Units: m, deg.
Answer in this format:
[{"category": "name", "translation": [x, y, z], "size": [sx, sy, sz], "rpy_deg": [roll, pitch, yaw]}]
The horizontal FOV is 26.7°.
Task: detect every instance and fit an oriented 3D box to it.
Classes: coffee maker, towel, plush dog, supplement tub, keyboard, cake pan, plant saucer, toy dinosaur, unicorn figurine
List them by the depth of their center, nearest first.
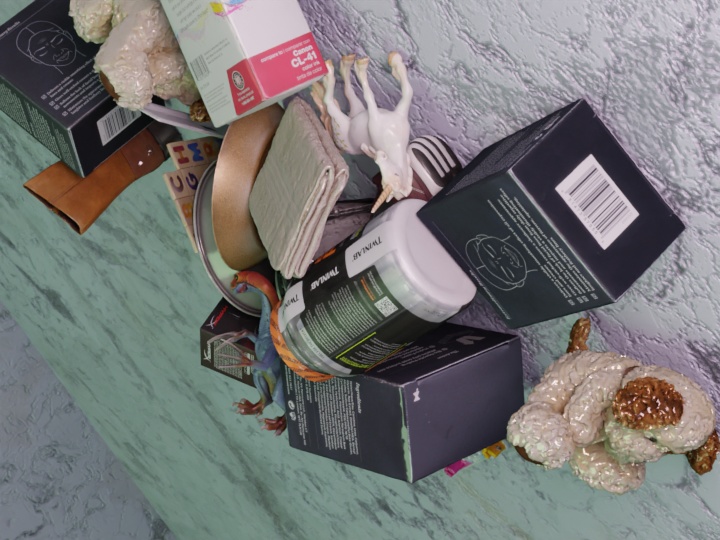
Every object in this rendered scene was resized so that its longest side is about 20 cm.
[{"category": "plush dog", "translation": [0.265, 0.134, 1.476], "size": [0.171, 0.161, 0.200], "rpy_deg": [7, 167, 40]}, {"category": "supplement tub", "translation": [0.009, 0.026, 1.488], "size": [0.200, 0.123, 0.123], "rpy_deg": [-34, 99, 36]}, {"category": "unicorn figurine", "translation": [0.011, -0.142, 1.490], "size": [0.200, 0.074, 0.138], "rpy_deg": [-147, 47, -73]}, {"category": "towel", "translation": [-0.064, -0.083, 1.528], "size": [0.034, 0.133, 0.200], "rpy_deg": [17, -158, -22]}, {"category": "coffee maker", "translation": [0.000, 0.000, 1.688], "size": [0.191, 0.135, 0.200], "rpy_deg": [13, 172, -1]}, {"category": "plant saucer", "translation": [-0.106, -0.095, 1.700], "size": [0.035, 0.201, 0.201], "rpy_deg": [11, 144, 20]}, {"category": "plush dog", "translation": [-0.216, -0.256, 1.724], "size": [0.172, 0.160, 0.200], "rpy_deg": [47, -172, -48]}, {"category": "toy dinosaur", "translation": [-0.103, 0.088, 1.746], "size": [0.105, 0.199, 0.182], "rpy_deg": [36, 119, 49]}, {"category": "keyboard", "translation": [-0.185, -0.169, 1.779], "size": [0.056, 0.011, 0.200], "rpy_deg": [37, -164, 33]}, {"category": "cake pan", "translation": [-0.117, -0.046, 1.804], "size": [0.037, 0.200, 0.201], "rpy_deg": [-14, 120, 36]}]

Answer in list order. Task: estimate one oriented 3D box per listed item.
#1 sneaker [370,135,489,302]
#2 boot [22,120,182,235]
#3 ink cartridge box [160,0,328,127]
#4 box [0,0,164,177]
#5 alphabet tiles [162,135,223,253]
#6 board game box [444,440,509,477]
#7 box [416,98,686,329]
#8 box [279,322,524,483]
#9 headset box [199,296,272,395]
[{"category": "sneaker", "translation": [0.082, -0.032, 1.544], "size": [0.115, 0.076, 0.200], "rpy_deg": [-29, 94, 40]}, {"category": "boot", "translation": [-0.371, -0.165, 2.035], "size": [0.188, 0.200, 0.069], "rpy_deg": [44, 158, 8]}, {"category": "ink cartridge box", "translation": [-0.129, -0.260, 1.520], "size": [0.147, 0.085, 0.201], "rpy_deg": [-11, 102, 65]}, {"category": "box", "translation": [-0.378, -0.246, 1.960], "size": [0.200, 0.148, 0.107], "rpy_deg": [38, 156, 23]}, {"category": "alphabet tiles", "translation": [-0.166, -0.082, 1.827], "size": [0.006, 0.200, 0.167], "rpy_deg": [-22, 90, 26]}, {"category": "board game box", "translation": [0.090, 0.183, 2.007], "size": [0.200, 0.026, 0.200], "rpy_deg": [47, 158, 1]}, {"category": "box", "translation": [0.167, -0.045, 1.365], "size": [0.149, 0.107, 0.200], "rpy_deg": [50, 157, -8]}, {"category": "box", "translation": [0.048, 0.137, 1.705], "size": [0.200, 0.196, 0.118], "rpy_deg": [9, 110, 45]}, {"category": "headset box", "translation": [-0.076, 0.081, 1.864], "size": [0.199, 0.149, 0.077], "rpy_deg": [22, 140, 16]}]
